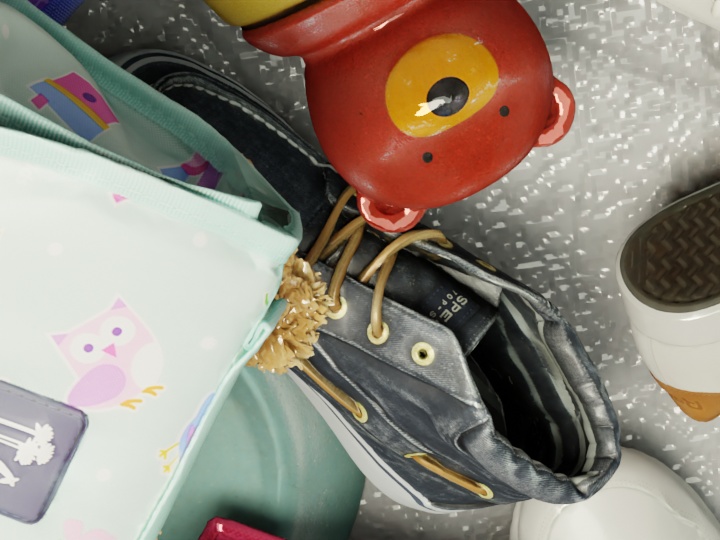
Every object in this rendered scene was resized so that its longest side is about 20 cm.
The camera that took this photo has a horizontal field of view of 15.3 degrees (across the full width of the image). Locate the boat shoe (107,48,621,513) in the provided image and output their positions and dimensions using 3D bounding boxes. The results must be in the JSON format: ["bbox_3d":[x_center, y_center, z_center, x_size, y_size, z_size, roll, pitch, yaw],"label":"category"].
[{"bbox_3d":[0.000,0.000,0.845,0.200,0.091,0.071,45,63,-22],"label":"boat shoe"}]

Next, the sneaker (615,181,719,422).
[{"bbox_3d":[0.183,-0.011,0.888,0.199,0.073,0.085,-21,135,0],"label":"sneaker"}]

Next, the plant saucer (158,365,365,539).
[{"bbox_3d":[-0.095,0.066,0.900,0.199,0.036,0.201,-1,110,-4],"label":"plant saucer"}]

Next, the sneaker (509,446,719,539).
[{"bbox_3d":[0.113,0.152,0.911,0.078,0.099,0.201,-25,110,-1],"label":"sneaker"}]

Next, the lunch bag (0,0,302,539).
[{"bbox_3d":[-0.128,0.009,0.701,0.200,0.122,0.171,33,107,15],"label":"lunch bag"}]

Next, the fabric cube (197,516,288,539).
[{"bbox_3d":[-0.008,0.236,0.832,0.195,0.200,0.200,20,125,12],"label":"fabric cube"}]

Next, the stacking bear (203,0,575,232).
[{"bbox_3d":[-0.010,-0.110,0.790,0.121,0.114,0.201,-30,101,-6],"label":"stacking bear"}]

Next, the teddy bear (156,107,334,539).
[{"bbox_3d":[-0.105,0.030,0.800,0.145,0.067,0.200,36,101,4],"label":"teddy bear"}]

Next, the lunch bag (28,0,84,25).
[{"bbox_3d":[-0.189,-0.088,0.820,0.150,0.094,0.200,36,115,-19],"label":"lunch bag"}]

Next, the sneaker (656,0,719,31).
[{"bbox_3d":[0.119,-0.109,0.820,0.199,0.100,0.075,21,110,-8],"label":"sneaker"}]
